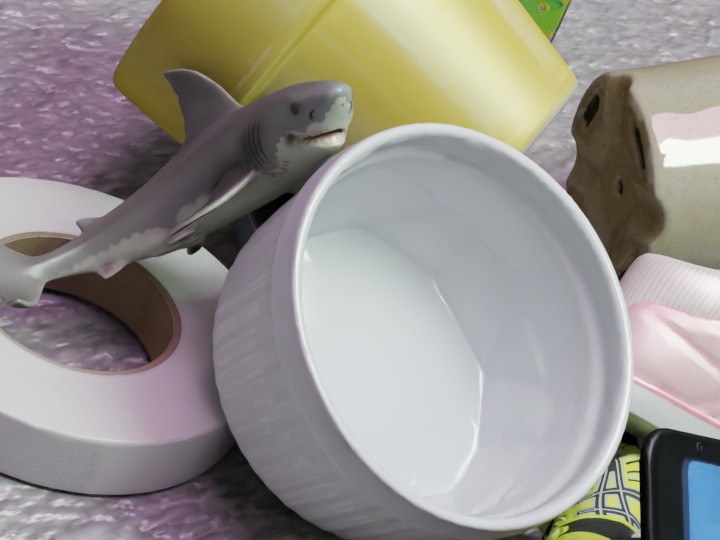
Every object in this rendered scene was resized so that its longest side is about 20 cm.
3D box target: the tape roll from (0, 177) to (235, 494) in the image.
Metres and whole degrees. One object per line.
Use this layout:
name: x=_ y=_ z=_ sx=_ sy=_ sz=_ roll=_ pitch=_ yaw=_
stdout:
tape roll: x=-0.144 y=0.029 z=1.297 sx=0.202 sy=0.037 sz=0.203 roll=16 pitch=34 yaw=-11

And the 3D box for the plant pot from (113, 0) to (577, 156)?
plant pot: x=0.003 y=-0.112 z=1.383 sx=0.189 sy=0.201 sz=0.201 roll=42 pitch=34 yaw=-1

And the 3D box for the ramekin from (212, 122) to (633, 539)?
ramekin: x=0.024 y=0.039 z=1.267 sx=0.200 sy=0.105 sz=0.201 roll=13 pitch=67 yaw=-32

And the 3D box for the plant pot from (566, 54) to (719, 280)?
plant pot: x=0.225 y=-0.051 z=1.526 sx=0.183 sy=0.201 sz=0.201 roll=-2 pitch=40 yaw=-17

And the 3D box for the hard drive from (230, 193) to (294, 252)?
hard drive: x=0.000 y=0.000 z=1.422 sx=0.135 sy=0.042 sz=0.200 roll=6 pitch=37 yaw=-27

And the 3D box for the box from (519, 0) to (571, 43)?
box: x=0.088 y=-0.264 z=1.700 sx=0.122 sy=0.200 sz=0.193 roll=15 pitch=34 yaw=-13

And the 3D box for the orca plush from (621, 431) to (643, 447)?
orca plush: x=0.221 y=0.061 z=1.447 sx=0.200 sy=0.071 sz=0.105 roll=-30 pitch=99 yaw=-20

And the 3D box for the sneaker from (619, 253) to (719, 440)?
sneaker: x=0.205 y=0.061 z=1.361 sx=0.200 sy=0.075 sz=0.105 roll=30 pitch=75 yaw=-19

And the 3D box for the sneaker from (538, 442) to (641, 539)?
sneaker: x=0.112 y=0.139 z=1.286 sx=0.076 sy=0.076 sz=0.200 roll=29 pitch=22 yaw=20

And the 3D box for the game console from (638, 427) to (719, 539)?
game console: x=0.217 y=0.170 z=1.184 sx=0.176 sy=0.117 sz=0.200 roll=33 pitch=12 yaw=39

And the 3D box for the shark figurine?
shark figurine: x=-0.097 y=-0.051 z=1.290 sx=0.090 sy=0.214 sz=0.128 roll=66 pitch=10 yaw=10
